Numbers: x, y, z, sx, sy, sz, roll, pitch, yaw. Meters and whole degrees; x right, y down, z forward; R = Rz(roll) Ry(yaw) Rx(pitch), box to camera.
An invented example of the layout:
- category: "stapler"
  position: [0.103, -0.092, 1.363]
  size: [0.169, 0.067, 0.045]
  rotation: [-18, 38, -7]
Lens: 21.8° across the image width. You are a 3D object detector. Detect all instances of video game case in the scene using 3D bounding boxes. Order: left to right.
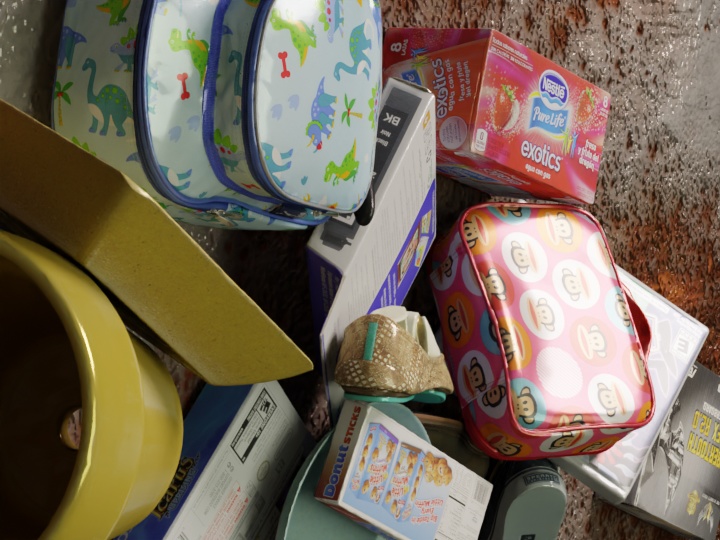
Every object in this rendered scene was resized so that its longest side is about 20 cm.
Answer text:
- category: "video game case"
  position: [-0.091, 0.194, 1.292]
  size: [0.201, 0.045, 0.182]
  rotation: [-59, 140, -29]
- category: "video game case"
  position: [0.170, 0.064, 1.537]
  size: [0.199, 0.023, 0.183]
  rotation: [34, 61, -2]

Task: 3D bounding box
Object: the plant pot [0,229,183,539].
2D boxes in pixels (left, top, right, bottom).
- category: "plant pot"
  position: [-0.191, 0.083, 1.021]
  size: [0.189, 0.199, 0.203]
  rotation: [19, 81, -69]

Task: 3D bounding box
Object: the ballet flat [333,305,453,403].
- category: "ballet flat"
  position: [0.029, 0.059, 1.300]
  size: [0.200, 0.070, 0.066]
  rotation: [24, 72, -81]

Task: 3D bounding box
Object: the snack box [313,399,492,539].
- category: "snack box"
  position: [0.035, 0.158, 1.339]
  size: [0.200, 0.024, 0.073]
  rotation: [38, 68, -53]

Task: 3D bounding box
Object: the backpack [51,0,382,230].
- category: "backpack"
  position: [-0.082, -0.118, 1.157]
  size: [0.199, 0.146, 0.185]
  rotation: [4, 92, -52]

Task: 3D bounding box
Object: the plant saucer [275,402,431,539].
- category: "plant saucer"
  position: [-0.011, 0.190, 1.335]
  size: [0.200, 0.038, 0.203]
  rotation: [-17, 111, -53]

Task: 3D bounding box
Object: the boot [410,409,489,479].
- category: "boot"
  position: [0.045, 0.160, 1.454]
  size: [0.199, 0.074, 0.098]
  rotation: [19, 79, -56]

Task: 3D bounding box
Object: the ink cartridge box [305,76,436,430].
- category: "ink cartridge box"
  position: [0.000, 0.000, 1.321]
  size: [0.199, 0.043, 0.201]
  rotation: [86, 25, -61]

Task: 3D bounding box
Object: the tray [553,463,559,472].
- category: "tray"
  position: [0.156, 0.149, 1.618]
  size: [0.107, 0.022, 0.202]
  rotation: [-96, -172, -81]

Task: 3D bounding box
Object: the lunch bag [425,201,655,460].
- category: "lunch bag"
  position: [0.152, 0.045, 1.476]
  size: [0.175, 0.082, 0.202]
  rotation: [-1, 66, -30]

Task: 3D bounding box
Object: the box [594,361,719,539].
- category: "box"
  position: [0.311, 0.172, 1.849]
  size: [0.200, 0.048, 0.160]
  rotation: [30, 72, -52]

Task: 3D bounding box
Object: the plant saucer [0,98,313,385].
- category: "plant saucer"
  position: [-0.144, -0.012, 1.063]
  size: [0.049, 0.199, 0.200]
  rotation: [-52, 138, -9]

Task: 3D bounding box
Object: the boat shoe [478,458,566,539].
- category: "boat shoe"
  position: [0.124, 0.216, 1.575]
  size: [0.070, 0.091, 0.202]
  rotation: [2, 130, -16]

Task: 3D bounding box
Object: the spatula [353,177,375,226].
- category: "spatula"
  position: [-0.012, -0.114, 1.257]
  size: [0.020, 0.057, 0.202]
  rotation: [7, 53, -31]

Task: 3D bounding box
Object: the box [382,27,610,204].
- category: "box"
  position: [0.103, -0.118, 1.454]
  size: [0.199, 0.099, 0.097]
  rotation: [17, 82, -54]
